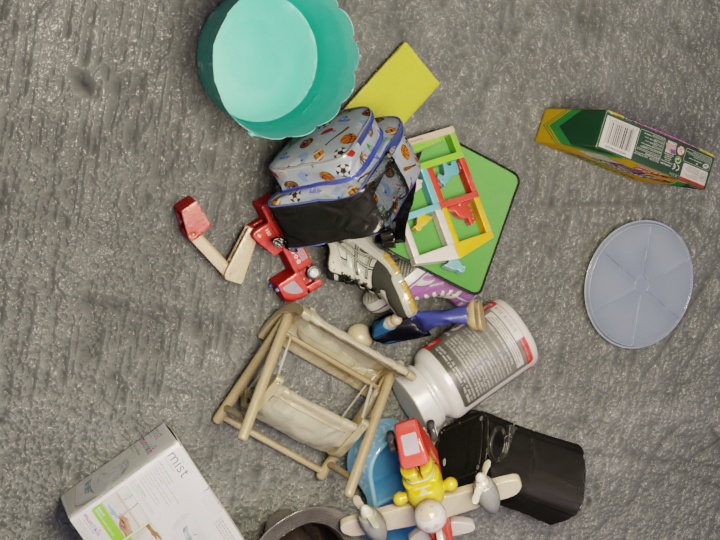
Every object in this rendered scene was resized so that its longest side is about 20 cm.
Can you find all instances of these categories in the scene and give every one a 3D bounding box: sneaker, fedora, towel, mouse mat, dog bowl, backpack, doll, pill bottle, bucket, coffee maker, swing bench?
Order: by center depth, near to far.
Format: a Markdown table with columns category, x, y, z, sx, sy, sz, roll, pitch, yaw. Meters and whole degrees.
| category | x | y | z | sx | sy | sz | roll | pitch | yaw |
| --- | --- | --- | --- | --- | --- | --- | --- | --- | --- |
| bucket | -0.113 | -0.275 | 1.641 | 0.204 | 0.135 | 0.211 | -4 | 102 | -20 |
| backpack | -0.017 | -0.126 | 1.661 | 0.191 | 0.197 | 0.156 | -49 | 129 | -47 |
| sneaker | 0.000 | 0.000 | 1.736 | 0.087 | 0.201 | 0.076 | -35 | 155 | -5 |
| swing bench | -0.063 | 0.173 | 1.752 | 0.198 | 0.129 | 0.202 | 32 | 82 | -23 |
| towel | 0.021 | -0.219 | 1.772 | 0.200 | 0.018 | 0.086 | -49 | 118 | -8 |
| doll | 0.071 | 0.077 | 1.781 | 0.197 | 0.136 | 0.049 | -11 | 81 | 18 |
| mouse mat | 0.133 | -0.083 | 1.799 | 0.159 | 0.008 | 0.202 | 26 | 70 | -12 |
| fedora | -0.086 | 0.409 | 1.802 | 0.176 | 0.090 | 0.202 | -35 | 117 | -11 |
| sneaker | 0.104 | 0.025 | 1.820 | 0.199 | 0.073 | 0.115 | -35 | 113 | -13 |
| pill bottle | 0.149 | 0.140 | 1.835 | 0.199 | 0.114 | 0.115 | -33 | 110 | -13 |
| dog bowl | 0.046 | 0.317 | 1.844 | 0.110 | 0.049 | 0.203 | -21 | 113 | -26 |
| coffee maker | 0.233 | 0.295 | 1.854 | 0.198 | 0.191 | 0.137 | 20 | 83 | -25 |

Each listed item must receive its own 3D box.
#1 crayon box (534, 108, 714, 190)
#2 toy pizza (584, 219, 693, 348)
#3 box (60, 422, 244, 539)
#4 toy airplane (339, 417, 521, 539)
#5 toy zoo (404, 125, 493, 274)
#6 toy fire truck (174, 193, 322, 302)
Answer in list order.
| category | x | y | z | sx | sy | sz | roll | pitch | yaw |
| --- | --- | --- | --- | --- | --- | --- | --- | --- | --- |
| crayon box | 0.382 | -0.177 | 1.837 | 0.197 | 0.172 | 0.059 | 18 | 90 | -23 |
| toy pizza | 0.431 | 0.021 | 1.971 | 0.197 | 0.032 | 0.204 | -4 | 102 | -20 |
| box | -0.276 | 0.344 | 1.711 | 0.175 | 0.097 | 0.202 | -36 | 110 | -13 |
| toy airplane | 0.094 | 0.322 | 1.734 | 0.197 | 0.141 | 0.202 | 28 | 108 | -10 |
| toy zoo | 0.107 | -0.091 | 1.777 | 0.130 | 0.020 | 0.203 | -18 | 85 | -22 |
| toy fire truck | -0.151 | -0.031 | 1.718 | 0.140 | 0.049 | 0.202 | -31 | 110 | -13 |
